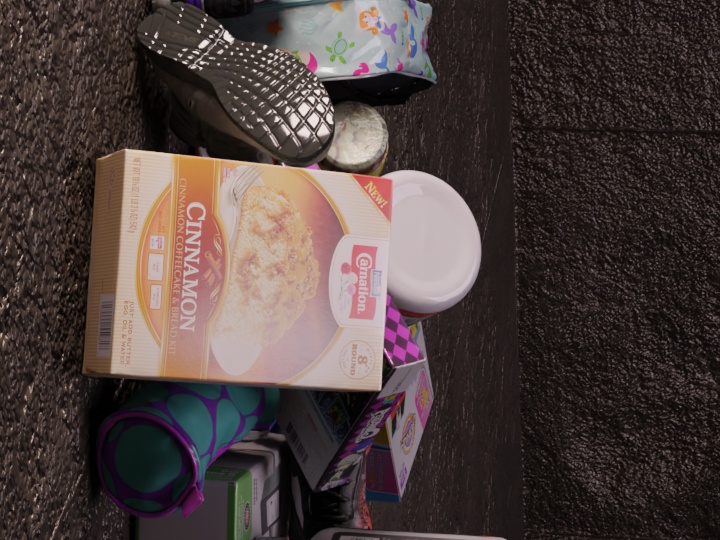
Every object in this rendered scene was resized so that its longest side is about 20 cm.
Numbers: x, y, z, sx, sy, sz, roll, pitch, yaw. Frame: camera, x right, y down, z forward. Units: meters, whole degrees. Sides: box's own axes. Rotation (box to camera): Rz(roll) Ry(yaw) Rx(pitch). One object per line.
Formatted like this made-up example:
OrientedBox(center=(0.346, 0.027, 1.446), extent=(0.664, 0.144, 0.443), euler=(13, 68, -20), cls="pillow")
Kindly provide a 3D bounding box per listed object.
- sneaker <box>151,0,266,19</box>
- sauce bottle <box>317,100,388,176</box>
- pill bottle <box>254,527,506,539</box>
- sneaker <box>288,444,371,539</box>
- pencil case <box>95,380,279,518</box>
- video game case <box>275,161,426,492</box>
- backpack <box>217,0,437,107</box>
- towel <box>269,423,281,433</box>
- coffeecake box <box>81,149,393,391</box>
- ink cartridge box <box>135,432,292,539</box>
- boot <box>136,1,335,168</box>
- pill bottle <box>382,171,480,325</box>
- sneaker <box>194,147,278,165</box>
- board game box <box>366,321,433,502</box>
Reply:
OrientedBox(center=(-0.093, -0.249, 1.584), extent=(0.200, 0.099, 0.070), euler=(-73, 164, -52), cls="sneaker")
OrientedBox(center=(-0.014, -0.084, 1.720), extent=(0.200, 0.065, 0.065), euler=(102, -7, -76), cls="sauce bottle")
OrientedBox(center=(0.015, 0.256, 1.550), extent=(0.116, 0.200, 0.116), euler=(2, 90, -78), cls="pill bottle")
OrientedBox(center=(-0.027, 0.166, 1.660), extent=(0.098, 0.071, 0.201), euler=(73, 18, -60), cls="sneaker")
OrientedBox(center=(-0.124, 0.114, 1.507), extent=(0.085, 0.092, 0.200), euler=(-47, 178, 22), cls="pencil case")
OrientedBox(center=(-0.037, 0.042, 1.576), extent=(0.200, 0.036, 0.181), euler=(61, -36, 26), cls="video game case")
OrientedBox(center=(-0.038, -0.199, 1.693), extent=(0.200, 0.177, 0.151), euler=(-26, 110, -68), cls="backpack")
OrientedBox(center=(-0.062, 0.115, 1.854), extent=(0.145, 0.024, 0.200), euler=(-56, 175, 12), cls="towel")
OrientedBox(center=(-0.084, 0.004, 1.417), extent=(0.073, 0.200, 0.154), euler=(174, -80, -66), cls="coffeecake box")
OrientedBox(center=(-0.114, 0.216, 1.624), extent=(0.200, 0.084, 0.146), euler=(-29, 121, -77), cls="ink cartridge box")
OrientedBox(center=(-0.080, -0.110, 1.502), extent=(0.068, 0.200, 0.131), euler=(-40, 145, -17), cls="boot")
OrientedBox(center=(0.000, 0.000, 1.660), extent=(0.200, 0.116, 0.116), euler=(-27, -129, 56), cls="pill bottle")
OrientedBox(center=(-0.089, -0.100, 1.719), extent=(0.200, 0.071, 0.113), euler=(-69, 162, -53), cls="sneaker")
OrientedBox(center=(0.022, 0.092, 1.888), extent=(0.153, 0.040, 0.200), euler=(-68, 154, -51), cls="board game box")
